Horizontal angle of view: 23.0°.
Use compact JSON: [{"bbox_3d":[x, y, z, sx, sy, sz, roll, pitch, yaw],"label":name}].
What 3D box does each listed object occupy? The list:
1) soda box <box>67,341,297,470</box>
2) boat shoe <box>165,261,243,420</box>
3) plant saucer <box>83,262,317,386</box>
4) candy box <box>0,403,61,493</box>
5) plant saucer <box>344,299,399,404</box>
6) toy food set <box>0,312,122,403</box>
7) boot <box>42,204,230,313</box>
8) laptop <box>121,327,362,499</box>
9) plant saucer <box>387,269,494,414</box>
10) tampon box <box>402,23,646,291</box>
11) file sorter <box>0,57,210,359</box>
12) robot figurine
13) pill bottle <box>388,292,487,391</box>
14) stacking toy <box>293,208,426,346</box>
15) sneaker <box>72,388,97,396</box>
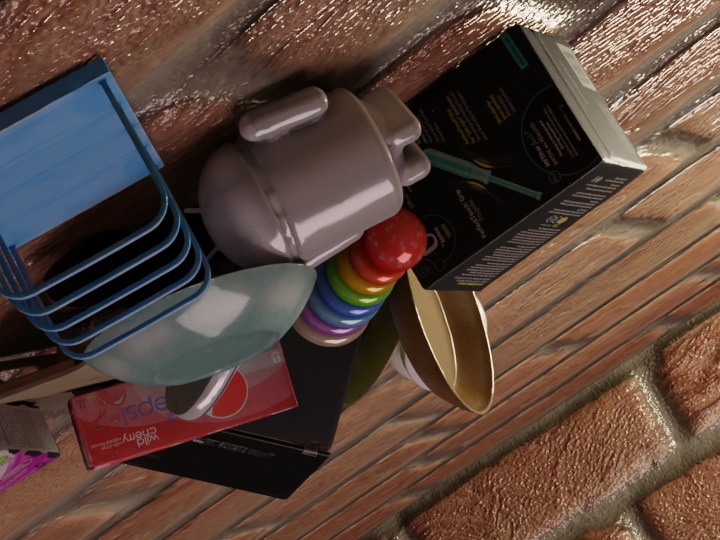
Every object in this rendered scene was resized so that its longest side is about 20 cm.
[{"bbox_3d":[-0.163,0.121,1.616,0.199,0.070,0.063,-16,177,-14],"label":"soda box"},{"bbox_3d":[-0.103,0.046,1.573,0.067,0.073,0.201,29,85,-42],"label":"boat shoe"},{"bbox_3d":[-0.122,0.054,1.415,0.200,0.039,0.201,-20,165,-6],"label":"plant saucer"},{"bbox_3d":[-0.390,0.181,1.675,0.136,0.061,0.200,-32,164,11],"label":"candy box"},{"bbox_3d":[0.005,0.036,1.794,0.031,0.201,0.200,21,143,-16],"label":"plant saucer"},{"bbox_3d":[-0.240,0.066,1.534,0.199,0.061,0.143,-20,171,39],"label":"toy food set"},{"bbox_3d":[-0.190,0.013,1.482,0.199,0.075,0.097,-20,159,-39],"label":"boot"},{"bbox_3d":[-0.120,0.120,1.723,0.186,0.116,0.200,15,148,-16],"label":"laptop"},{"bbox_3d":[0.069,0.043,1.646,0.035,0.201,0.200,-19,169,19],"label":"plant saucer"},{"bbox_3d":[0.121,-0.096,1.570,0.200,0.150,0.126,-36,163,22],"label":"tampon box"},{"bbox_3d":[-0.194,-0.033,1.234,0.138,0.123,0.200,-30,165,-4],"label":"file sorter"},{"bbox_3d":[-0.045,-0.070,1.409,0.199,0.113,0.170,-27,131,-11],"label":"robot figurine"},{"bbox_3d":[0.067,0.047,1.833,0.112,0.113,0.200,-30,-158,2],"label":"pill bottle"},{"bbox_3d":[0.000,0.000,1.540,0.085,0.086,0.200,-23,170,-26],"label":"stacking toy"},{"bbox_3d":[-0.189,0.088,1.753,0.199,0.091,0.066,-5,-176,-3],"label":"sneaker"}]
